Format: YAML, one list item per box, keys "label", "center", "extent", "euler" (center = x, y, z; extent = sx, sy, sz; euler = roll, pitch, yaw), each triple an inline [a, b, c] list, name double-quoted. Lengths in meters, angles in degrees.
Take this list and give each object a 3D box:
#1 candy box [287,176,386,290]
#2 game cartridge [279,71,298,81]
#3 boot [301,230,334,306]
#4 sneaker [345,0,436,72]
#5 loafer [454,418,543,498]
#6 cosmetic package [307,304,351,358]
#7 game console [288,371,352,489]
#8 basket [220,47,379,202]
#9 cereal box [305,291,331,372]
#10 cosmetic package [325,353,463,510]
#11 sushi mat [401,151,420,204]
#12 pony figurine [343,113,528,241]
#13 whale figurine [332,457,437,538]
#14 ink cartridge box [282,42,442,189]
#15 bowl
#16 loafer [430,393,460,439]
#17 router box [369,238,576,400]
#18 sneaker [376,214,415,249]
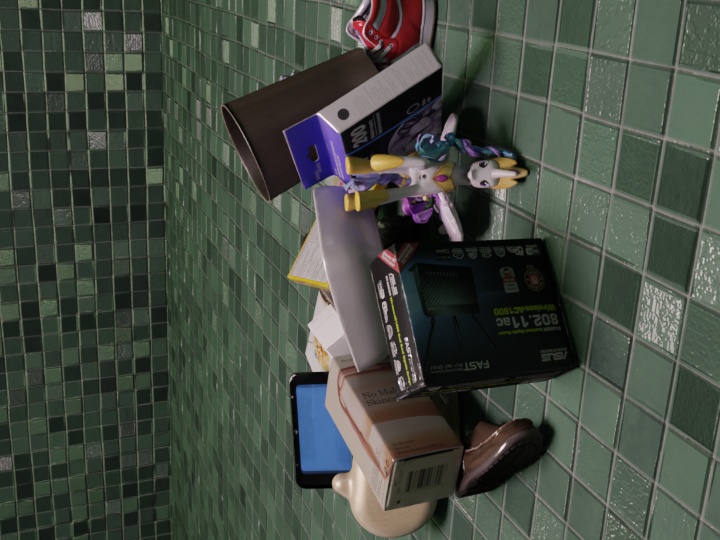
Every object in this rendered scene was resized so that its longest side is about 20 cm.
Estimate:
- label: "candy box"
  center: [-0.030, -0.067, 1.367]
  extent: [0.102, 0.026, 0.202]
  euler: [10, 71, 52]
- label: "game cartridge"
  center: [-0.035, -0.220, 1.364]
  extent: [0.041, 0.131, 0.201]
  euler: [107, 150, -46]
- label: "boot"
  center: [-0.026, 0.044, 1.444]
  extent: [0.201, 0.073, 0.151]
  euler: [55, 168, 30]
- label: "sneaker"
  center: [0.034, -0.275, 1.229]
  extent: [0.071, 0.111, 0.203]
  euler: [-149, 61, -63]
- label: "loafer"
  center: [0.151, 0.215, 1.102]
  extent: [0.200, 0.072, 0.072]
  euler: [122, 137, -56]
- label: "cosmetic package"
  center: [0.007, 0.144, 1.328]
  extent: [0.200, 0.051, 0.083]
  euler: [52, 175, -32]
- label: "game console"
  center: [-0.035, 0.273, 1.523]
  extent: [0.176, 0.115, 0.203]
  euler: [-177, 83, -68]
- label: "basket"
  center: [-0.066, -0.198, 1.210]
  extent: [0.137, 0.198, 0.180]
  euler: [60, 172, 4]
- label: "cereal box"
  center: [-0.048, 0.127, 1.627]
  extent: [0.145, 0.039, 0.202]
  euler: [-116, 30, -43]
- label: "cosmetic package"
  center: [0.038, 0.196, 1.167]
  extent: [0.200, 0.102, 0.088]
  euler: [-128, 39, -49]
- label: "sushi mat"
  center: [0.055, -0.188, 1.338]
  extent: [0.201, 0.012, 0.096]
  euler: [-118, 31, -45]
- label: "pony figurine"
  center: [0.081, -0.106, 1.096]
  extent: [0.193, 0.197, 0.169]
  euler: [-161, 66, -81]
- label: "whale figurine"
  center: [0.034, 0.276, 1.316]
  extent: [0.104, 0.157, 0.202]
  euler: [-85, -26, -84]
- label: "ink cartridge box"
  center: [0.010, -0.169, 1.130]
  extent: [0.044, 0.199, 0.198]
  euler: [58, 176, 15]
- label: "bowl"
  center: [0.000, 0.000, 1.177]
  extent: [0.201, 0.074, 0.202]
  euler: [-101, -6, -56]
- label: "loafer"
  center: [0.095, 0.153, 1.238]
  extent: [0.076, 0.067, 0.203]
  euler: [173, 92, -68]
- label: "router box"
  center: [0.119, 0.048, 0.975]
  extent: [0.062, 0.198, 0.152]
  euler: [-40, 58, 58]
- label: "sneaker"
  center: [0.042, -0.021, 1.344]
  extent: [0.200, 0.066, 0.092]
  euler: [139, 121, -68]
